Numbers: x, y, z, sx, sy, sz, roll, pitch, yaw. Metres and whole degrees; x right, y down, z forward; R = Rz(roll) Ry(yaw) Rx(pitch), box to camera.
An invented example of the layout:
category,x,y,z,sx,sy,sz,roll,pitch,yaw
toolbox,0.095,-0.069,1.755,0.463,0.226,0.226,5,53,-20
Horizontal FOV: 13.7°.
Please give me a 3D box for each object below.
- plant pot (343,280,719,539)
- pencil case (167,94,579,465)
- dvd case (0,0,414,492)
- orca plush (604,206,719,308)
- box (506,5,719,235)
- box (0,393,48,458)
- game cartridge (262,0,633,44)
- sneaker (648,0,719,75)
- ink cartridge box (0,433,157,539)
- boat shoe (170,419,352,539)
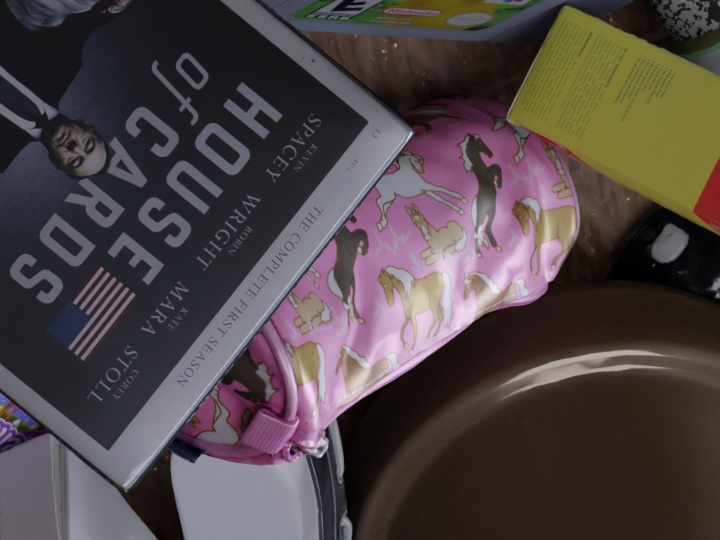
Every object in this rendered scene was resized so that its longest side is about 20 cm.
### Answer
category,x,y,z,sx,sy,sz,roll,pitch,yaw
plant pot,0.100,0.135,1.146,0.199,0.175,0.201,-6,130,-8
pencil case,0.000,0.000,1.069,0.200,0.082,0.087,-32,125,-49
dvd case,-0.105,-0.049,0.959,0.200,0.025,0.151,39,92,-1
orca plush,0.199,-0.015,1.192,0.199,0.071,0.106,-11,118,-15
box,0.148,-0.028,1.044,0.075,0.200,0.050,25,95,-52
box,-0.113,0.003,1.063,0.137,0.039,0.200,-40,145,1
game cartridge,0.039,-0.117,1.031,0.199,0.041,0.133,-1,161,-40
sneaker,0.179,-0.153,1.123,0.200,0.077,0.089,-42,110,0
ink cartridge box,-0.160,0.166,1.105,0.199,0.084,0.145,-25,130,11
boat shoe,-0.036,0.106,1.165,0.071,0.068,0.201,16,139,17
